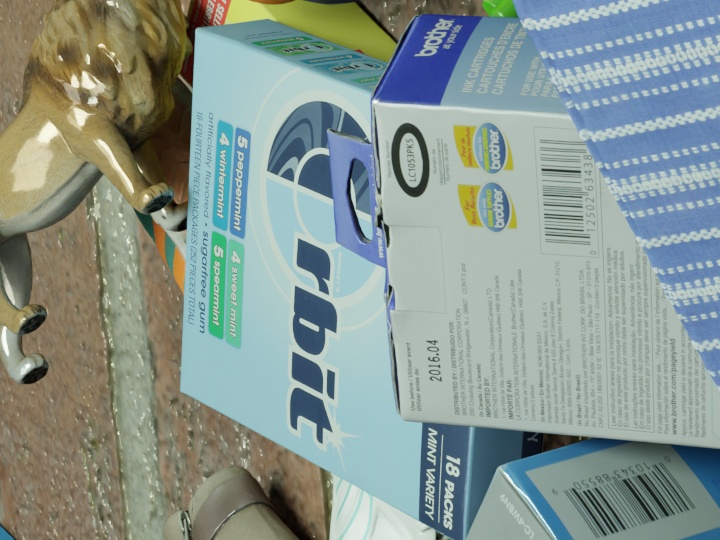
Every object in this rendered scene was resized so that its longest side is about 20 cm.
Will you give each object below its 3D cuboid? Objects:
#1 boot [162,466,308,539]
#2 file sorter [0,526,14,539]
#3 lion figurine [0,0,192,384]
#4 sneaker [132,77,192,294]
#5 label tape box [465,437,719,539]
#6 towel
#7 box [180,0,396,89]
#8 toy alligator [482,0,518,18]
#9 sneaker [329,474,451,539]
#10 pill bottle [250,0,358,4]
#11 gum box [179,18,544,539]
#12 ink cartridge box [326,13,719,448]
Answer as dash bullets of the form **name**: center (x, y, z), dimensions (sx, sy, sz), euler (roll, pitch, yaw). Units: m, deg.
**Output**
- **boot**: center (-0.067, 0.196, 1.380), dimensions (0.200, 0.070, 0.147), euler (-52, 53, 48)
- **file sorter**: center (-0.238, 0.279, 1.599), dimensions (0.139, 0.122, 0.201), euler (35, 129, 45)
- **lion figurine**: center (-0.145, -0.043, 1.227), dimensions (0.200, 0.072, 0.123), euler (-41, 69, 13)
- **sneaker**: center (-0.059, -0.013, 1.292), dimensions (0.200, 0.071, 0.080), euler (59, -177, 3)
- **label tape box**: center (0.094, 0.145, 1.046), dimensions (0.066, 0.143, 0.200), euler (51, 139, 33)
- **towel**: center (0.143, -0.036, 0.855), dimensions (0.145, 0.024, 0.200), euler (-11, 119, 38)
- **box**: center (-0.006, -0.065, 1.200), dimensions (0.200, 0.050, 0.075), euler (49, 138, 34)
- **toy alligator**: center (0.083, -0.071, 0.998), dimensions (0.200, 0.059, 0.054), euler (53, 166, -28)
- **sneaker**: center (0.024, 0.093, 1.197), dimensions (0.080, 0.070, 0.201), euler (-27, 78, 53)
- **pill bottle**: center (0.004, -0.173, 1.096), dimensions (0.200, 0.106, 0.107), euler (-27, 79, 55)
- **gum box**: center (0.000, 0.000, 1.128), dimensions (0.200, 0.044, 0.170), euler (25, 117, 47)
- **ink cartridge box**: center (0.080, -0.015, 0.960), dimensions (0.199, 0.076, 0.137), euler (3, 121, 14)
